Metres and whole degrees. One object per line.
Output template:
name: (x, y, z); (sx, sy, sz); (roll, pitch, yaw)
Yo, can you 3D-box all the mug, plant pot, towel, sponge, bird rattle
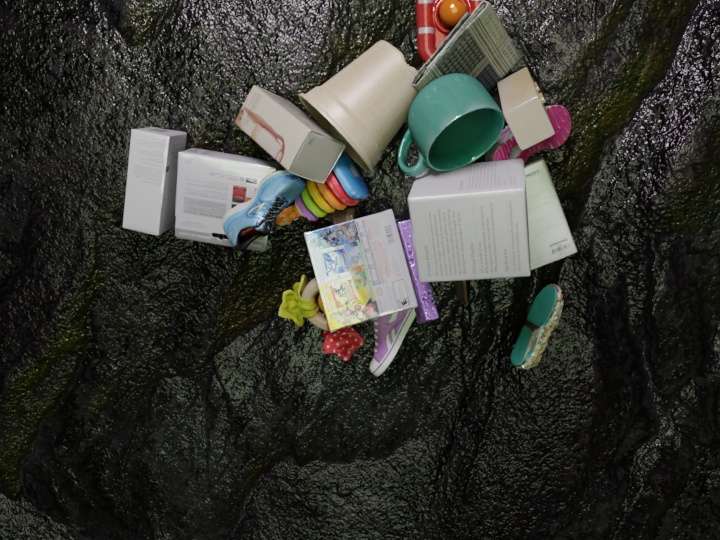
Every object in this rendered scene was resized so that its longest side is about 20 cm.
mug: (0.146, -0.264, 1.108); (0.184, 0.152, 0.115); (-21, 63, -10)
plant pot: (0.017, -0.318, 1.178); (0.183, 0.200, 0.200); (-45, 98, 2)
towel: (0.195, -0.375, 1.155); (0.193, 0.200, 0.035); (-46, 60, 13)
sponge: (0.109, 0.006, 1.255); (0.030, 0.112, 0.202); (-14, 84, -4)
bird rattle: (-0.065, 0.087, 1.303); (0.200, 0.113, 0.163); (38, 121, -2)

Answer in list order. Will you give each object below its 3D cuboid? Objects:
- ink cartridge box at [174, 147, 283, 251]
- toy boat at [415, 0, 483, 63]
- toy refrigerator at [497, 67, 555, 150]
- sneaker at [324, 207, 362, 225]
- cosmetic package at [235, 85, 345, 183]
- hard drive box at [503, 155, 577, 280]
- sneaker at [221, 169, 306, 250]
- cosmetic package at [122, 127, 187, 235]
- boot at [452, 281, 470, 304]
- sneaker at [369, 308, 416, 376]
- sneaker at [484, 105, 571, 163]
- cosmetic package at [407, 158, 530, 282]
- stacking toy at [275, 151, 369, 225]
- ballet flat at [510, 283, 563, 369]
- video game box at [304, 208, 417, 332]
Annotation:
ink cartridge box: (-0.269, -0.145, 1.284); (0.198, 0.084, 0.177); (10, 107, 1)
toy boat: (0.167, -0.471, 1.145); (0.129, 0.131, 0.202); (-2, 105, 4)
toy refrigerator: (0.298, -0.297, 1.131); (0.070, 0.200, 0.076); (-24, 114, 22)
sneaker: (-0.026, -0.033, 1.317); (0.075, 0.070, 0.202); (0, 104, 25)
cosmetic package: (-0.136, -0.257, 1.184); (0.200, 0.103, 0.088); (44, 109, 36)
hard drive box: (0.322, -0.106, 1.259); (0.155, 0.077, 0.201); (-22, 103, 9)
sneaker: (-0.173, -0.106, 1.189); (0.200, 0.090, 0.078); (-39, 140, 20)
cosmetic package: (-0.415, -0.182, 1.271); (0.080, 0.113, 0.202); (10, 107, 1)
boot: (0.169, -0.023, 1.302); (0.096, 0.075, 0.202); (-11, 95, 18)
sneaker: (0.043, 0.118, 1.343); (0.114, 0.073, 0.202); (26, 94, -2)
sneaker: (0.318, -0.259, 1.219); (0.199, 0.088, 0.082); (-31, 111, -12)
cosmetic package: (0.201, -0.092, 1.139); (0.198, 0.167, 0.169); (-3, 117, 15)
stacking toy: (-0.091, -0.144, 1.261); (0.199, 0.116, 0.110); (-32, 88, 18)
ballet flat: (0.381, 0.120, 1.329); (0.064, 0.076, 0.201); (11, 113, -31)
video game box: (0.000, 0.000, 1.238); (0.181, 0.047, 0.202); (-15, 90, -7)
